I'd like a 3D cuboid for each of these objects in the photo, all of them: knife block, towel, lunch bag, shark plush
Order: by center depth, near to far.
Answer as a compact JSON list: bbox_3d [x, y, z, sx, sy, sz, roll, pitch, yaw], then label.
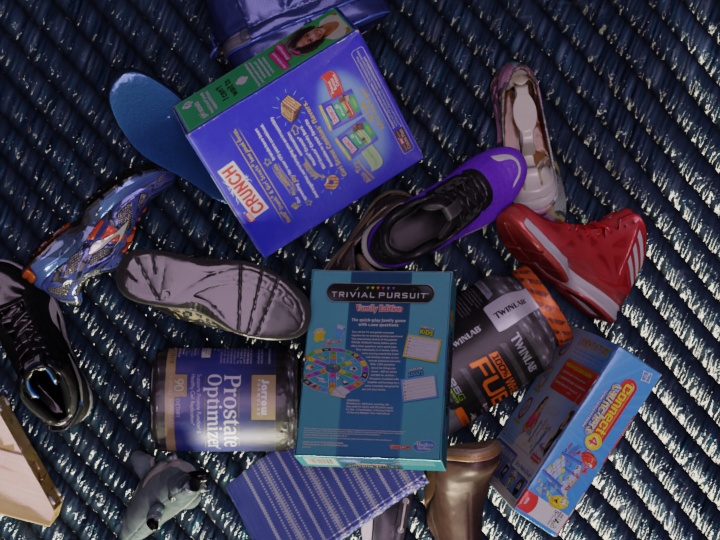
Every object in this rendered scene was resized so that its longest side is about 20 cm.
[{"bbox_3d":[-0.198,0.247,1.515,0.091,0.200,0.083,45,62,-20],"label":"shark plush"},{"bbox_3d":[-0.073,-0.276,1.525,0.199,0.136,0.133,-25,92,-2],"label":"lunch bag"},{"bbox_3d":[-0.444,0.221,1.556,0.175,0.064,0.201,-29,93,-1],"label":"knife block"},{"bbox_3d":[-0.039,0.233,1.561,0.199,0.024,0.145,-34,52,-2],"label":"towel"}]

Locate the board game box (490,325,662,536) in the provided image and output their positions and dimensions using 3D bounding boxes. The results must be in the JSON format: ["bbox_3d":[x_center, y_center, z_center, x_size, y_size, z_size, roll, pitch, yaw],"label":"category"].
[{"bbox_3d":[0.215,0.163,1.520,0.056,0.200,0.196,33,90,-7],"label":"board game box"}]

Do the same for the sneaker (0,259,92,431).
[{"bbox_3d":[-0.349,0.077,1.532,0.073,0.112,0.201,-30,93,-3],"label":"sneaker"}]

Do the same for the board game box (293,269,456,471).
[{"bbox_3d":[0.018,0.101,1.475,0.150,0.047,0.201,1,69,11],"label":"board game box"}]

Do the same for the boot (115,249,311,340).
[{"bbox_3d":[-0.153,0.024,1.521,0.202,0.154,0.074,14,86,-4],"label":"boot"}]

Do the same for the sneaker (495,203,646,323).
[{"bbox_3d":[0.236,-0.040,1.566,0.200,0.078,0.116,42,76,-36],"label":"sneaker"}]

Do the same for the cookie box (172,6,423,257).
[{"bbox_3d":[-0.063,-0.140,1.469,0.199,0.075,0.172,-32,124,-3],"label":"cookie box"}]

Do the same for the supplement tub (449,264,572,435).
[{"bbox_3d":[0.122,0.088,1.552,0.199,0.123,0.123,-34,93,-1],"label":"supplement tub"}]

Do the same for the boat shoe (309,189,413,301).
[{"bbox_3d":[0.000,0.000,1.567,0.074,0.073,0.201,27,90,-3],"label":"boat shoe"}]

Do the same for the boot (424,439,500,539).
[{"bbox_3d":[0.116,0.268,1.514,0.072,0.200,0.167,-6,78,-10],"label":"boot"}]

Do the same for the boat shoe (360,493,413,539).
[{"bbox_3d":[0.028,0.333,1.582,0.060,0.074,0.201,3,83,2],"label":"boat shoe"}]

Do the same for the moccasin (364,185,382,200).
[{"bbox_3d":[-0.065,-0.129,1.559,0.199,0.080,0.069,18,95,-2],"label":"moccasin"}]

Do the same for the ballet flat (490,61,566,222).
[{"bbox_3d":[0.183,-0.131,1.575,0.069,0.071,0.201,-11,92,3],"label":"ballet flat"}]

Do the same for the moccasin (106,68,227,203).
[{"bbox_3d":[-0.195,-0.140,1.514,0.080,0.068,0.200,-40,124,6],"label":"moccasin"}]

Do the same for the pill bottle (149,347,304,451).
[{"bbox_3d":[-0.123,0.139,1.546,0.199,0.112,0.113,0,92,-3],"label":"pill bottle"}]

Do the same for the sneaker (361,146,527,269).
[{"bbox_3d":[0.097,-0.063,1.495,0.200,0.100,0.070,-34,91,-6],"label":"sneaker"}]

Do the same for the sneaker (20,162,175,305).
[{"bbox_3d":[-0.274,-0.042,1.562,0.200,0.075,0.078,-42,108,2],"label":"sneaker"}]
